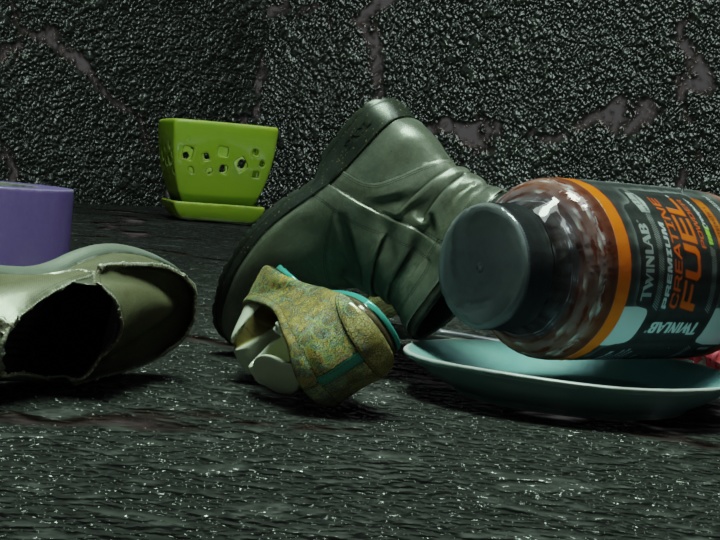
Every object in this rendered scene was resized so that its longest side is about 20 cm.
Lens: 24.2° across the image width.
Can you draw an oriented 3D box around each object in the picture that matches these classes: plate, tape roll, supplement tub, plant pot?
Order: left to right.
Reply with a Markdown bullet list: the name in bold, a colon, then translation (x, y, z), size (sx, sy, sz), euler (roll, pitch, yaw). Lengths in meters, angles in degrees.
- **tape roll**: translation (-0.358, -0.039, 1.497), size (0.199, 0.086, 0.200), euler (6, 4, 0)
- **plant pot**: translation (-0.271, -0.183, 3.101), size (0.198, 0.183, 0.200), euler (3, 4, -15)
- **plate**: translation (0.123, 0.065, 0.985), size (0.199, 0.026, 0.200), euler (5, 4, 0)
- **supplement tub**: translation (0.140, 0.000, 0.990), size (0.199, 0.108, 0.107), euler (1, 5, -42)

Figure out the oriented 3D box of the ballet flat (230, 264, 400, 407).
- **ballet flat**: translation (-0.038, 0.038, 0.940), size (0.070, 0.071, 0.200), euler (4, 3, -18)

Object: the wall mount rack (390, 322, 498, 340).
- **wall mount rack**: translation (0.114, 0.027, 1.180), size (0.173, 0.075, 0.200), euler (-32, -10, 11)

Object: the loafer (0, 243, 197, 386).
- **loafer**: translation (-0.146, 0.032, 0.870), size (0.069, 0.076, 0.200), euler (21, 16, 30)

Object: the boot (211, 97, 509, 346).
- **boot**: translation (0.000, 0.000, 1.044), size (0.131, 0.200, 0.068), euler (47, 15, 33)

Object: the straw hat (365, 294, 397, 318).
- **straw hat**: translation (0.041, -0.029, 1.143), size (0.200, 0.085, 0.201), euler (-29, -1, 0)

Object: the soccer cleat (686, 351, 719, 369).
- **soccer cleat**: translation (0.266, 0.056, 1.134), size (0.076, 0.067, 0.200), euler (-27, 13, -4)
